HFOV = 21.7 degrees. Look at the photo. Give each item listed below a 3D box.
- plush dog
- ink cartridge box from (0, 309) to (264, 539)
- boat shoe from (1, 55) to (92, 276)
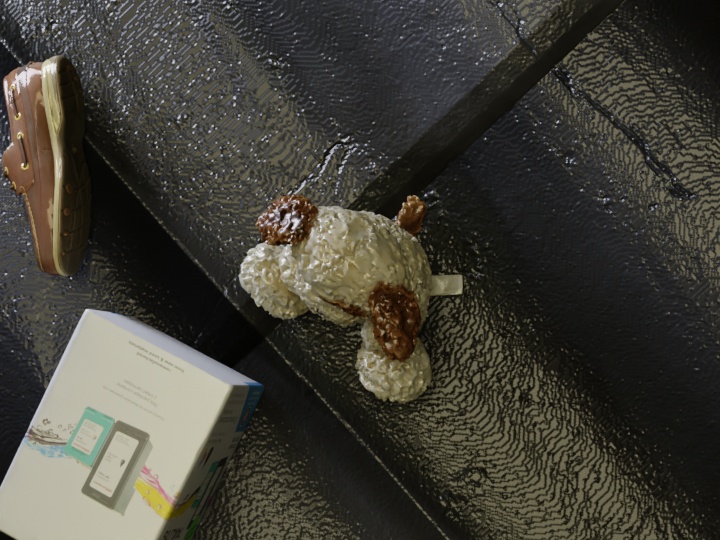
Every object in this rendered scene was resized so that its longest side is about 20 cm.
[{"bbox_3d":[0.000,0.000,1.584,0.200,0.172,0.161,37,91,10],"label":"plush dog"},{"bbox_3d":[-0.200,0.157,1.616,0.145,0.147,0.201,26,91,9],"label":"ink cartridge box"},{"bbox_3d":[-0.285,-0.091,1.689,0.067,0.072,0.202,-8,79,13],"label":"boat shoe"}]
